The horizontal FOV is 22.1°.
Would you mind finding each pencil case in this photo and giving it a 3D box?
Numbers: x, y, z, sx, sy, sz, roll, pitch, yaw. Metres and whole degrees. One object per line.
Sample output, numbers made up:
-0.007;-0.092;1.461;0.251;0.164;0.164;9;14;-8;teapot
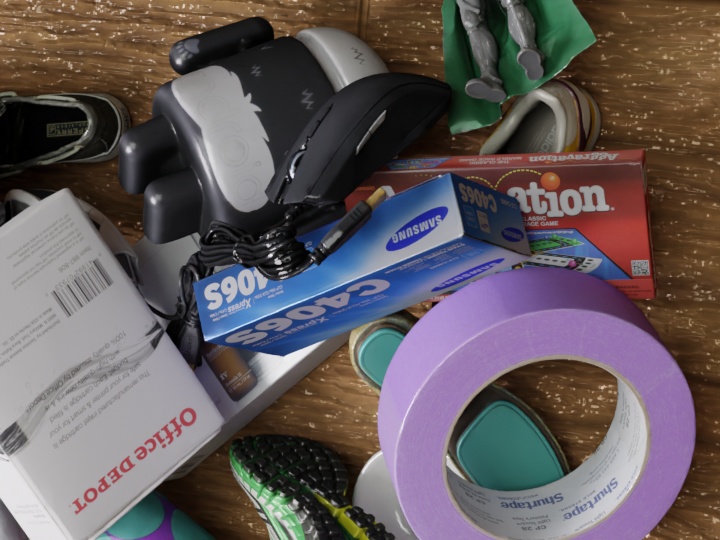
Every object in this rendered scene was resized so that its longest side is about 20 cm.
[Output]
-0.132;0.234;1.336;0.200;0.092;0.085;40;129;7;pencil case

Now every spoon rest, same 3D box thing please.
0.043;0.222;1.295;0.098;0.060;0.203;-5;91;25;spoon rest

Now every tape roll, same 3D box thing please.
0.113;0.102;1.191;0.198;0.066;0.202;-5;116;-9;tape roll

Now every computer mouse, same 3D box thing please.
-0.012;-0.070;1.146;0.199;0.140;0.046;-39;113;-16;computer mouse
-0.180;-0.007;1.329;0.199;0.044;0.110;32;138;26;computer mouse

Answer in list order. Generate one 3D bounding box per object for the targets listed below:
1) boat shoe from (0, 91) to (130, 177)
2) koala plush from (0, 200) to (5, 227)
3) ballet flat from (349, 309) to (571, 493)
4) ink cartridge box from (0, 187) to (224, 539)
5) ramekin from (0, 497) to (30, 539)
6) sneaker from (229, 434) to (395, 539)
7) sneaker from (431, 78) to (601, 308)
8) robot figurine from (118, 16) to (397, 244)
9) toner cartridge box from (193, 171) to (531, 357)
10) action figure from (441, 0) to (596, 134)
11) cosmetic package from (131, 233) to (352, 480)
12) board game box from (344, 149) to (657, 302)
-0.276;-0.106;1.416;0.198;0.064;0.072;-8;89;24;boat shoe
-0.365;-0.005;1.336;0.199;0.183;0.178;-36;103;-22;koala plush
0.071;0.095;1.269;0.200;0.071;0.071;41;108;-14;ballet flat
-0.211;0.070;1.261;0.201;0.144;0.084;57;151;-10;ink cartridge box
-0.278;0.170;1.360;0.097;0.200;0.203;-5;90;15;ramekin
-0.042;0.188;1.296;0.200;0.077;0.086;51;134;45;sneaker
0.093;-0.038;1.249;0.074;0.090;0.202;26;101;20;sneaker
-0.067;-0.089;1.269;0.198;0.125;0.152;-24;111;-17;robot figurine
0.000;0.000;1.176;0.199;0.095;0.044;-23;72;28;toner cartridge box
0.082;-0.202;1.236;0.117;0.055;0.202;-29;52;23;action figure
-0.115;0.038;1.362;0.200;0.052;0.151;-40;74;19;cosmetic package
0.091;-0.027;1.203;0.198;0.020;0.104;-1;121;16;board game box
